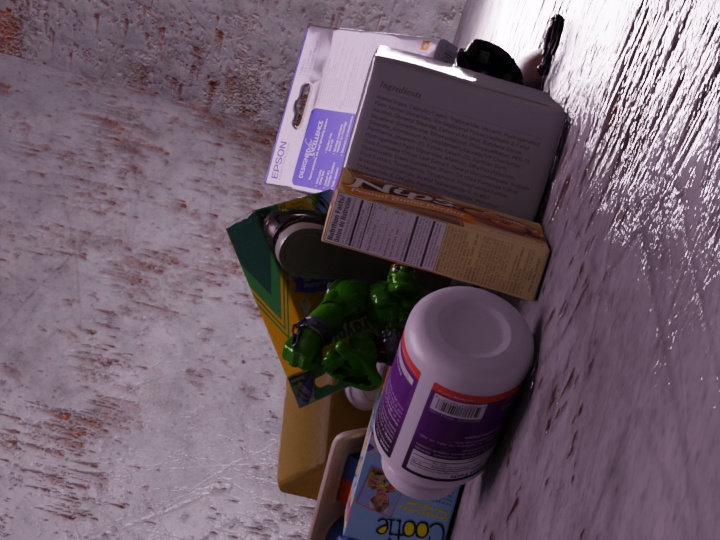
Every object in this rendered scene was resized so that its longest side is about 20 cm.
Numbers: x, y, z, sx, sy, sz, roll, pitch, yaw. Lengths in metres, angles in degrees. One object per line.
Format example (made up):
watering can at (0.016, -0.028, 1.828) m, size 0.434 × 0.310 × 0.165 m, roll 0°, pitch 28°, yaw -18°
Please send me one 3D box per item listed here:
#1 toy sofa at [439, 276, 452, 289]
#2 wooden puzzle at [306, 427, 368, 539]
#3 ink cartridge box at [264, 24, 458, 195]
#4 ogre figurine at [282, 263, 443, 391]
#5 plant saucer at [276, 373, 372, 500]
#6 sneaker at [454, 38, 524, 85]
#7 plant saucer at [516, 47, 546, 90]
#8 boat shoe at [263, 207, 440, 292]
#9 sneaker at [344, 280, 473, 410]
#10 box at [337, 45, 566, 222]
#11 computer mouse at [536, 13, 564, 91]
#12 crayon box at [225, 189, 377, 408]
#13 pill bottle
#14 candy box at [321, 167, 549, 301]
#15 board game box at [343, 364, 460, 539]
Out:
toy sofa at (0.000, 0.000, 1.726) m, size 0.200 × 0.098 × 0.083 m, roll 9°, pitch 63°, yaw 55°
wooden puzzle at (0.024, 0.257, 1.740) m, size 0.185 × 0.046 × 0.200 m, roll -5°, pitch -60°, yaw -46°
ink cartridge box at (-0.002, -0.174, 1.778) m, size 0.047 × 0.200 × 0.198 m, roll 18°, pitch -93°, yaw -48°
ogre figurine at (0.032, 0.058, 1.492) m, size 0.120 × 0.200 × 0.098 m, roll -87°, pitch -15°, yaw -48°
plant saucer at (0.000, 0.171, 1.803) m, size 0.048 × 0.200 × 0.200 m, roll -12°, pitch 66°, yaw 43°
sneaker at (0.136, -0.219, 1.788) m, size 0.200 × 0.077 × 0.111 m, roll -95°, pitch 14°, yaw -61°
plant saucer at (0.180, -0.170, 1.849) m, size 0.200 × 0.032 × 0.201 m, roll -166°, pitch 90°, yaw -88°
boat shoe at (-0.007, -0.016, 1.568) m, size 0.072 × 0.201 × 0.061 m, roll -59°, pitch 38°, yaw 15°
sneaker at (0.063, 0.085, 1.714) m, size 0.200 × 0.075 × 0.115 m, roll -52°, pitch 29°, yaw 6°
box at (0.086, -0.118, 1.586) m, size 0.199 × 0.200 × 0.172 m, roll -78°, pitch 5°, yaw -79°
computer mouse at (0.187, -0.190, 1.722) m, size 0.059 × 0.034 × 0.200 m, roll 109°, pitch 176°, yaw -78°
crayon box at (-0.045, 0.026, 1.605) m, size 0.052 × 0.200 × 0.126 m, roll -24°, pitch -3°, yaw 41°
pill bottle at (0.076, 0.115, 1.379) m, size 0.200 × 0.112 × 0.113 m, roll 107°, pitch 177°, yaw -46°
candy box at (0.068, -0.035, 1.441) m, size 0.115 × 0.200 × 0.055 m, roll -80°, pitch 6°, yaw -77°
board game box at (0.057, 0.178, 1.604) m, size 0.103 × 0.105 × 0.200 m, roll -93°, pitch 19°, yaw -87°
